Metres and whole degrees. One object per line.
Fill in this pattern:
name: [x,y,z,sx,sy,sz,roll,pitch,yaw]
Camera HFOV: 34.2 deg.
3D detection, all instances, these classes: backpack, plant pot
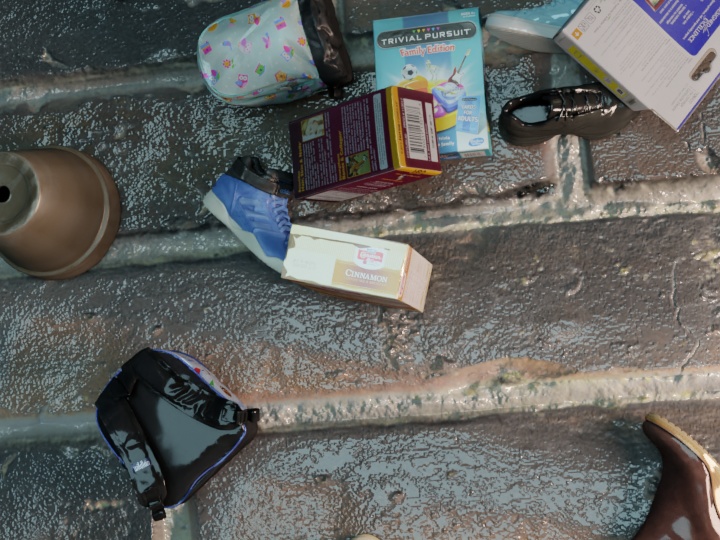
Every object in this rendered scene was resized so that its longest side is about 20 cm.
backpack: [-0.254,0.201,1.586,0.200,0.154,0.191,-44,85,-2]
plant pot: [-0.465,-0.093,1.656,0.199,0.174,0.201,-1,83,11]
backpack: [-0.127,-0.308,1.634,0.199,0.127,0.167,-16,83,13]

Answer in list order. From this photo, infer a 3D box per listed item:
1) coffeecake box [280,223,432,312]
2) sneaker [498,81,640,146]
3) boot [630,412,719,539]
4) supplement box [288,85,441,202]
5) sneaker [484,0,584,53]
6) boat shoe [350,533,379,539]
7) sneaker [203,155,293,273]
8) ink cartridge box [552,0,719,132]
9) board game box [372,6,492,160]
coffeecake box: [0.000,0.000,1.529,0.153,0.200,0.073,11,85,13]
sneaker: [0.280,-0.212,1.552,0.199,0.091,0.076,-13,79,9]
boot: [0.387,0.299,1.474,0.166,0.072,0.200,-44,80,2]
supplement box: [0.003,-0.164,1.563,0.200,0.086,0.111,-12,80,43]
sneaker: [0.271,-0.341,1.583,0.199,0.074,0.082,9,83,2]
boat shoe: [0.058,0.421,1.534,0.200,0.065,0.072,37,92,14]
sneaker: [-0.118,-0.080,1.628,0.200,0.077,0.111,42,102,20]
ink cartridge box: [0.386,-0.312,1.531,0.200,0.047,0.198,41,76,-6]
board game box: [0.098,-0.253,1.618,0.150,0.047,0.201,-5,82,11]
